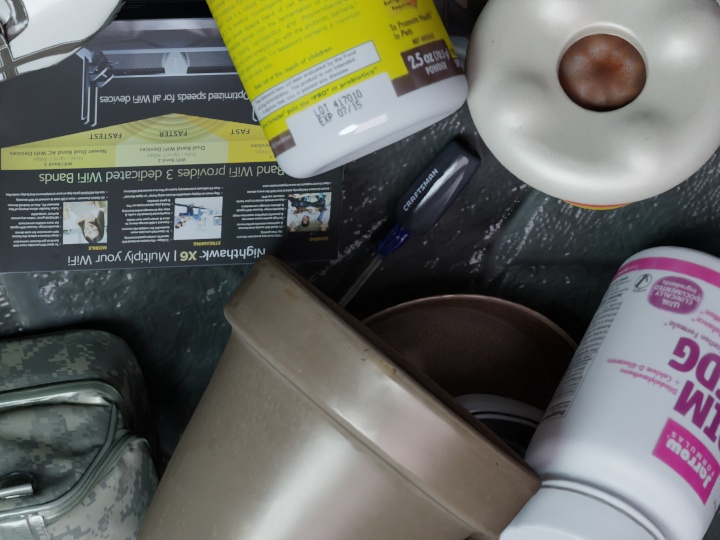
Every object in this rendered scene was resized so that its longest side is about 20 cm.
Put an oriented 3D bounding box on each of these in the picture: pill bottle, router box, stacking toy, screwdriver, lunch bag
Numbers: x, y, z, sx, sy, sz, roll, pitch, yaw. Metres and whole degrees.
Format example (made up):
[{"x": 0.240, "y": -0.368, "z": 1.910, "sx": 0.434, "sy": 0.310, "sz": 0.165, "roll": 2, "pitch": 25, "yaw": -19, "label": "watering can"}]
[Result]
[{"x": -0.029, "y": -0.157, "z": 1.528, "sx": 0.109, "sy": 0.109, "sz": 0.201, "roll": -24, "pitch": 89, "yaw": 4, "label": "pill bottle"}, {"x": -0.107, "y": -0.081, "z": 1.629, "sx": 0.199, "sy": 0.052, "sz": 0.158, "roll": -2, "pitch": 122, "yaw": -11, "label": "router box"}, {"x": 0.130, "y": -0.077, "z": 1.624, "sx": 0.145, "sy": 0.147, "sz": 0.200, "roll": -15, "pitch": 161, "yaw": -3, "label": "stacking toy"}, {"x": 0.163, "y": 0.095, "z": 1.696, "sx": 0.113, "sy": 0.200, "sz": 0.114, "roll": 22, "pitch": 151, "yaw": 13, "label": "pill bottle"}, {"x": 0.000, "y": 0.000, "z": 1.718, "sx": 0.029, "sy": 0.028, "sz": 0.200, "roll": 44, "pitch": 107, "yaw": 2, "label": "screwdriver"}, {"x": -0.177, "y": 0.160, "z": 1.685, "sx": 0.139, "sy": 0.168, "sz": 0.201, "roll": -7, "pitch": 124, "yaw": 3, "label": "lunch bag"}]

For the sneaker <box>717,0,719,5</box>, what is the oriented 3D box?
[{"x": 0.210, "y": -0.136, "z": 1.652, "sx": 0.199, "sy": 0.073, "sz": 0.072, "roll": 11, "pitch": 120, "yaw": -16, "label": "sneaker"}]

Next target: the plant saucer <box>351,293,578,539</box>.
[{"x": 0.045, "y": 0.092, "z": 1.776, "sx": 0.199, "sy": 0.037, "sz": 0.201, "roll": -5, "pitch": 121, "yaw": -8, "label": "plant saucer"}]

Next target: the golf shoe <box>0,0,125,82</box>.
[{"x": -0.203, "y": -0.122, "z": 1.506, "sx": 0.199, "sy": 0.094, "sz": 0.078, "roll": -29, "pitch": 97, "yaw": 22, "label": "golf shoe"}]

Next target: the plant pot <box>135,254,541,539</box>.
[{"x": -0.030, "y": 0.117, "z": 1.617, "sx": 0.200, "sy": 0.200, "sz": 0.175, "roll": 40, "pitch": 91, "yaw": -29, "label": "plant pot"}]

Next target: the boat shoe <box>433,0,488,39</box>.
[{"x": 0.035, "y": -0.204, "z": 1.572, "sx": 0.073, "sy": 0.075, "sz": 0.201, "roll": -19, "pitch": 122, "yaw": 0, "label": "boat shoe"}]

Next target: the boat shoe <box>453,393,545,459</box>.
[{"x": 0.120, "y": 0.146, "z": 1.762, "sx": 0.200, "sy": 0.071, "sz": 0.072, "roll": 38, "pitch": 107, "yaw": -28, "label": "boat shoe"}]
